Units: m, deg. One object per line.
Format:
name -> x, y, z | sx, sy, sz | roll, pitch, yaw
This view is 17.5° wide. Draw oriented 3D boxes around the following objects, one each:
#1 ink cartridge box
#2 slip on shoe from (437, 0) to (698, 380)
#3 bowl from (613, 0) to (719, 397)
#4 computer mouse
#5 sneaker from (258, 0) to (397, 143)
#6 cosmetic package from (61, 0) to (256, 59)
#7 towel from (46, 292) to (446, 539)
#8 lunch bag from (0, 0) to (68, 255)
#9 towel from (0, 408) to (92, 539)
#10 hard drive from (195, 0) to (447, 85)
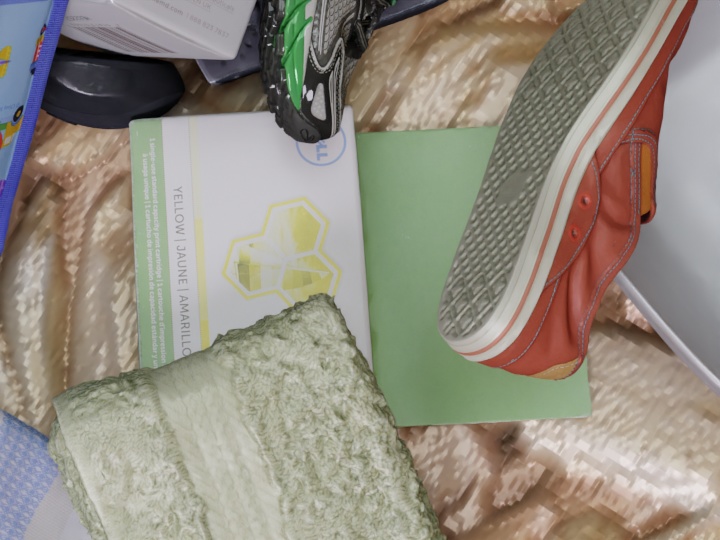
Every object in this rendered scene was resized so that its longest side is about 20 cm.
ink cartridge box -> 0.000, 0.000, 1.047 | 0.199, 0.048, 0.146 | -4, 76, 1
slip on shoe -> 0.096, -0.044, 0.981 | 0.061, 0.074, 0.200 | 32, 72, -27
bowl -> 0.188, -0.050, 1.047 | 0.200, 0.075, 0.200 | -36, 80, -8
computer mouse -> -0.179, -0.088, 1.061 | 0.199, 0.059, 0.034 | 7, 99, 3
sneaker -> 0.010, -0.146, 1.021 | 0.085, 0.078, 0.200 | 20, 74, -3
cosmetic package -> -0.073, -0.195, 1.009 | 0.074, 0.102, 0.200 | 23, 81, -37
towel -> -0.036, 0.122, 0.993 | 0.148, 0.036, 0.200 | -21, 95, -1
lunch bag -> -0.195, -0.094, 0.934 | 0.150, 0.200, 0.094 | -9, 50, -44
towel -> -0.183, 0.119, 0.962 | 0.200, 0.024, 0.147 | 38, 68, -35
hard drive -> -0.048, -0.192, 1.091 | 0.135, 0.042, 0.200 | -21, 79, -6
